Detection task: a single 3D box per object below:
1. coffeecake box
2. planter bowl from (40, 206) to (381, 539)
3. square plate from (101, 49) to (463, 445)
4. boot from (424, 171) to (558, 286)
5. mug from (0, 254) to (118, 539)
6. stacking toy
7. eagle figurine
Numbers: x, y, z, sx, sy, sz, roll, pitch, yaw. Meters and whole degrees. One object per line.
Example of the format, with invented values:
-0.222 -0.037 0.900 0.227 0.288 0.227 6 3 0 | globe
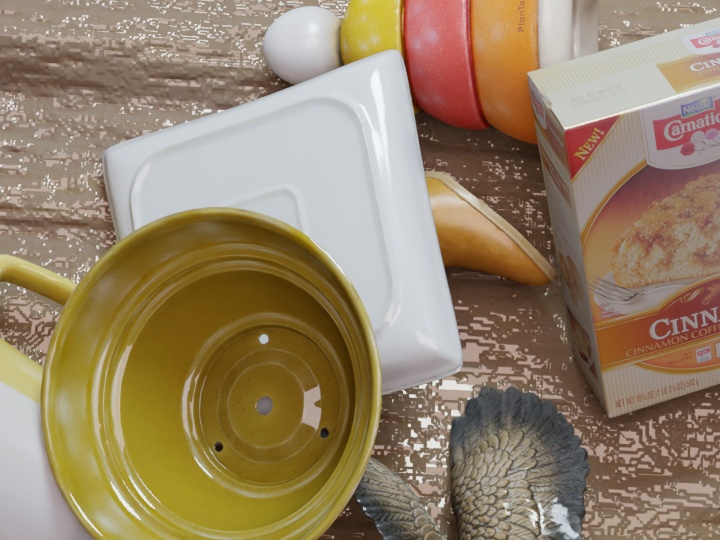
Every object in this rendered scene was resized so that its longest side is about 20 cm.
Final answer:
0.189 -0.034 1.480 0.153 0.073 0.200 -17 124 -6 | coffeecake box
-0.066 0.071 1.402 0.200 0.083 0.201 -4 81 22 | planter bowl
-0.052 -0.011 1.480 0.198 0.028 0.200 -17 69 17 | square plate
0.000 0.000 1.528 0.201 0.071 0.144 33 84 10 | boot
-0.202 0.094 1.458 0.153 0.149 0.187 26 90 -6 | mug
0.039 -0.140 1.536 0.200 0.146 0.146 0 79 13 | stacking toy
0.054 0.164 1.467 0.151 0.152 0.200 -8 84 17 | eagle figurine
